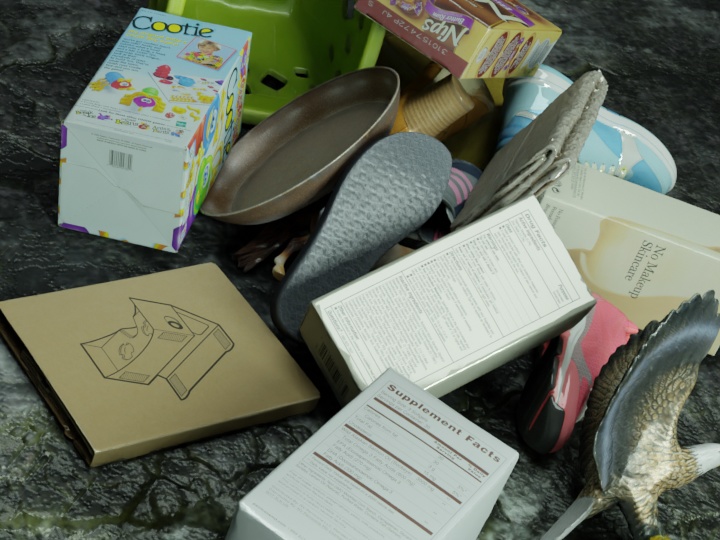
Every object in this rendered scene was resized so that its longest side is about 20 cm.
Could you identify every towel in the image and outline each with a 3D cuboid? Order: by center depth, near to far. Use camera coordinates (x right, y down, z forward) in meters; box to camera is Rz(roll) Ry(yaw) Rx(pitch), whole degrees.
[{"bbox_3d":[0.144,-0.091,1.629,0.034,0.133,0.200,45,30,-7],"label":"towel"}]

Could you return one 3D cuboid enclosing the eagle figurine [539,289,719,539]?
[{"bbox_3d":[0.214,0.123,1.444,0.151,0.152,0.200,1,81,-46],"label":"eagle figurine"}]

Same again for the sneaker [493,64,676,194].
[{"bbox_3d":[0.202,-0.090,1.814,0.200,0.080,0.131,30,57,-18],"label":"sneaker"}]

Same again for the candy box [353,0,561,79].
[{"bbox_3d":[0.089,-0.220,1.699,0.117,0.057,0.200,36,20,15],"label":"candy box"}]

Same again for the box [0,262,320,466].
[{"bbox_3d":[-0.153,0.065,1.463,0.200,0.021,0.164,-12,48,-37],"label":"box"}]

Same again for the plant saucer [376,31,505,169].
[{"bbox_3d":[0.098,-0.182,1.886,0.200,0.048,0.200,-12,48,-38],"label":"plant saucer"}]

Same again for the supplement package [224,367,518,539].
[{"bbox_3d":[-0.001,0.178,1.317,0.117,0.117,0.200,33,37,15],"label":"supplement package"}]

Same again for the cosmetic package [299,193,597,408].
[{"bbox_3d":[0.066,0.034,1.488,0.200,0.073,0.104,-25,77,-18],"label":"cosmetic package"}]

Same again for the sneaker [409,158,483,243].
[{"bbox_3d":[0.063,-0.051,1.662,0.200,0.070,0.082,3,46,-56],"label":"sneaker"}]

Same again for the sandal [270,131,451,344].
[{"bbox_3d":[-0.006,-0.031,1.540,0.076,0.043,0.200,42,78,-14],"label":"sandal"}]

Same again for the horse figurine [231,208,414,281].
[{"bbox_3d":[0.000,0.000,1.603,0.200,0.050,0.133,26,42,1],"label":"horse figurine"}]

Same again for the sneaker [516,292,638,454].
[{"bbox_3d":[0.186,0.081,1.576,0.087,0.074,0.200,25,37,-3],"label":"sneaker"}]

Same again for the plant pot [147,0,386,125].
[{"bbox_3d":[-0.090,-0.262,1.773,0.199,0.200,0.182,8,32,-18],"label":"plant pot"}]

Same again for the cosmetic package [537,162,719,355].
[{"bbox_3d":[0.237,-0.013,1.697,0.200,0.105,0.071,19,37,-2],"label":"cosmetic package"}]

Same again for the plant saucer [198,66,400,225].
[{"bbox_3d":[-0.046,-0.098,1.622,0.032,0.200,0.200,56,29,-22],"label":"plant saucer"}]

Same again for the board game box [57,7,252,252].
[{"bbox_3d":[-0.167,-0.119,1.609,0.105,0.103,0.200,13,36,6],"label":"board game box"}]

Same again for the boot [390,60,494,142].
[{"bbox_3d":[0.039,-0.133,1.735,0.071,0.144,0.201,57,16,-6],"label":"boot"}]
